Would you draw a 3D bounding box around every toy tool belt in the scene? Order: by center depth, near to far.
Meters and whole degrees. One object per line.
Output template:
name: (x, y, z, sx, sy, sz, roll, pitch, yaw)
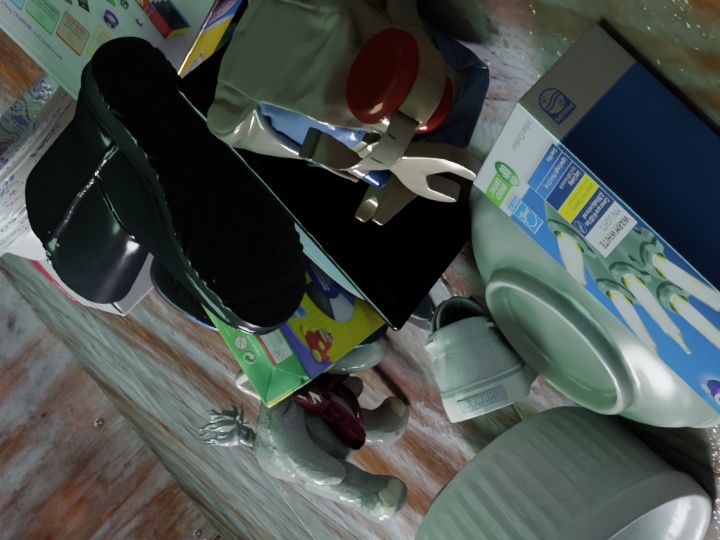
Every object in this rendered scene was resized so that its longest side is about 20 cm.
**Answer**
toy tool belt: (0.014, -0.089, 0.789, 0.122, 0.126, 0.199, 23, 179, -32)

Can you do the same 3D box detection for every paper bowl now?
paper bowl: (-0.276, -0.091, 1.332, 0.104, 0.201, 0.200, 44, 166, -19)

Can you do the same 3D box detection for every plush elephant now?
plush elephant: (-0.039, 0.100, 1.327, 0.197, 0.165, 0.157, 12, 117, 5)

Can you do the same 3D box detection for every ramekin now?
ramekin: (0.126, 0.183, 0.995, 0.105, 0.199, 0.201, 47, 167, 30)

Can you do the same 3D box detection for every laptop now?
laptop: (-0.030, -0.057, 0.949, 0.187, 0.200, 0.116, 47, 130, -5)

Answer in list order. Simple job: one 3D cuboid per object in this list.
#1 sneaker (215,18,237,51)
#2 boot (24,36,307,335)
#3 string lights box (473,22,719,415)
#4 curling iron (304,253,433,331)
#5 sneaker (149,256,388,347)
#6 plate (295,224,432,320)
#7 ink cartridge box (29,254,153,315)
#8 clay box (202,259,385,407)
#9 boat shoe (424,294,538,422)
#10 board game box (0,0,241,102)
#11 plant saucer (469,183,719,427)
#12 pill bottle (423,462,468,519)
sneaker: (-0.175, -0.194, 1.028, 0.200, 0.086, 0.078, 40, 163, 21)
boot: (-0.125, -0.021, 0.922, 0.201, 0.076, 0.168, 55, 144, 10)
string lights box: (0.151, -0.009, 0.692, 0.200, 0.059, 0.103, 44, 163, 7)
curling iron: (0.000, 0.000, 1.079, 0.199, 0.025, 0.050, 33, -149, -43)
sneaker: (-0.075, 0.023, 1.196, 0.198, 0.067, 0.078, 12, 175, -18)
plate: (-0.027, -0.038, 0.986, 0.200, 0.026, 0.200, 46, -168, -13)
ink cartridge box: (-0.227, -0.040, 1.428, 0.086, 0.148, 0.199, 49, 165, -20)
clay box: (-0.042, 0.010, 1.079, 0.116, 0.047, 0.200, 58, -154, -1)
boat shoe: (0.072, 0.050, 0.979, 0.200, 0.071, 0.069, -25, -83, -78)
board game box: (-0.149, -0.184, 0.916, 0.153, 0.040, 0.200, 44, 139, 2)
plant saucer: (0.126, 0.029, 0.867, 0.200, 0.050, 0.201, 42, 164, 15)
pill bottle: (0.112, 0.219, 1.248, 0.116, 0.116, 0.200, 43, 164, 8)
